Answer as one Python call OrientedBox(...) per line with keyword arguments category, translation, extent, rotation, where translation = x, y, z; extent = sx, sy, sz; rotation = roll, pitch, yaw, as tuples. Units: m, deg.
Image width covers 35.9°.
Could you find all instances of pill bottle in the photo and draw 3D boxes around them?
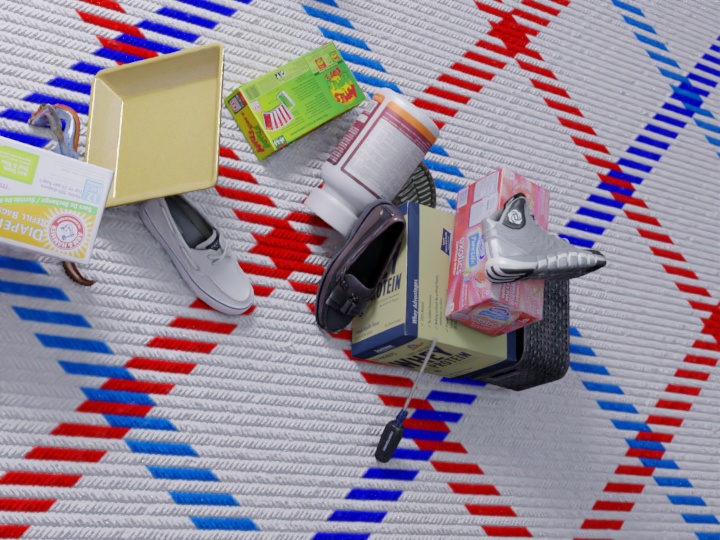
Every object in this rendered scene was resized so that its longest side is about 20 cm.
OrientedBox(category="pill bottle", translation=(0.014, -0.147, 1.563), extent=(0.109, 0.110, 0.201), rotation=(36, 91, -20))

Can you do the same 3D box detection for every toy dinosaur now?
OrientedBox(category="toy dinosaur", translation=(-0.378, -0.112, 1.364), extent=(0.201, 0.104, 0.182), rotation=(66, 31, -43))

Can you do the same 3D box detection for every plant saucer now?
OrientedBox(category="plant saucer", translation=(-0.252, -0.172, 1.401), extent=(0.048, 0.198, 0.202), rotation=(39, 47, -60))

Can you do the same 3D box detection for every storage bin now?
OrientedBox(category="storage bin", translation=(0.238, 0.069, 1.680), extent=(0.093, 0.135, 0.202), rotation=(18, 65, -29))

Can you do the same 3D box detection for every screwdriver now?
OrientedBox(category="screwdriver", translation=(0.068, 0.178, 1.509), extent=(0.028, 0.201, 0.029), rotation=(6, 29, -42))

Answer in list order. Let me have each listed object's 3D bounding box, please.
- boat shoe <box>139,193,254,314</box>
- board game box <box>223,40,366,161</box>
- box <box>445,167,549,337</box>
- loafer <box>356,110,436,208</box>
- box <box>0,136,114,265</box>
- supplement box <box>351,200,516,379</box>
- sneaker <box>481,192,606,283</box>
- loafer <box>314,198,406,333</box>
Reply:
OrientedBox(category="boat shoe", translation=(-0.205, -0.026, 1.440), extent=(0.200, 0.065, 0.074), rotation=(46, 53, -14))
OrientedBox(category="board game box", translation=(-0.092, -0.248, 1.609), extent=(0.200, 0.047, 0.102), rotation=(-35, 96, -38))
OrientedBox(category="box", translation=(0.191, -0.024, 1.529), extent=(0.094, 0.102, 0.202), rotation=(23, 61, -28))
OrientedBox(category="loafer", translation=(0.051, -0.158, 1.669), extent=(0.075, 0.068, 0.201), rotation=(-30, 109, -14))
OrientedBox(category="box", translation=(-0.384, -0.083, 1.218), extent=(0.198, 0.101, 0.114), rotation=(16, 86, -21))
OrientedBox(category="supplement box", translation=(0.106, 0.033, 1.598), extent=(0.198, 0.134, 0.202), rotation=(15, 65, -31))
OrientedBox(category="sneaker", translation=(0.240, -0.048, 1.464), extent=(0.199, 0.075, 0.117), rotation=(-1, 73, -36))
OrientedBox(category="loafer", translation=(0.000, 0.000, 1.517), extent=(0.071, 0.063, 0.201), rotation=(22, 100, -32))
